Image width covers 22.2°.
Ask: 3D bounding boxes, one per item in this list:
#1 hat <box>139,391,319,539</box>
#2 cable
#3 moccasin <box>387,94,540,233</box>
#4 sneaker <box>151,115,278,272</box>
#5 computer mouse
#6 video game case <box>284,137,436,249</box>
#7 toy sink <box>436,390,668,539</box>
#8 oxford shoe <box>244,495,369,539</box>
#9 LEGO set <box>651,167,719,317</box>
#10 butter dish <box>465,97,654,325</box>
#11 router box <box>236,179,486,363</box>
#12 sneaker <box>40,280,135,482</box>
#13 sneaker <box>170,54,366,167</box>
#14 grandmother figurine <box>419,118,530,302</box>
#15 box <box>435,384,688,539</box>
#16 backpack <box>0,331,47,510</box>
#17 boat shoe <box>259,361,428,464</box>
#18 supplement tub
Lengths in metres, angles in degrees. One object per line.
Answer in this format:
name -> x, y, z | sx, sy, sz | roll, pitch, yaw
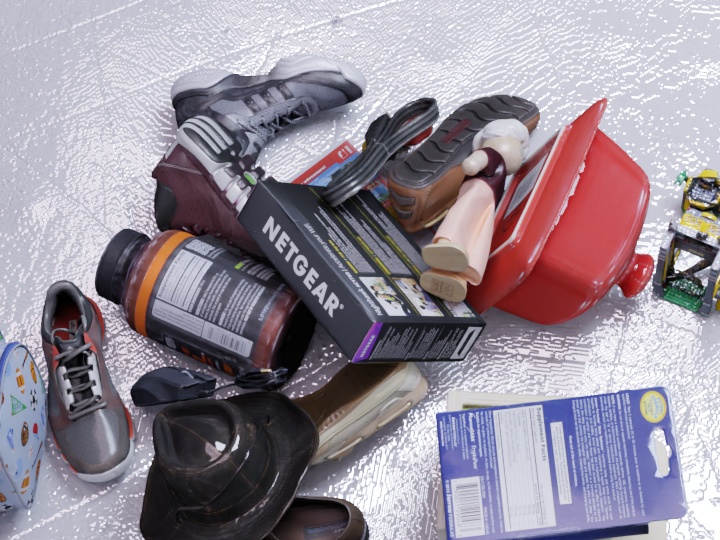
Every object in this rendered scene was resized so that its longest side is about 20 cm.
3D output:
hat -> -0.138, 0.161, 1.609 | 0.200, 0.081, 0.201 | -25, 38, 21
cable -> 0.027, -0.107, 1.728 | 0.097, 0.050, 0.200 | -22, 20, 23
moccasin -> 0.105, -0.104, 1.771 | 0.073, 0.078, 0.201 | 20, 47, 29
sneaker -> -0.124, -0.043, 1.756 | 0.200, 0.115, 0.076 | 51, 33, 4
computer mouse -> -0.138, 0.097, 1.652 | 0.199, 0.058, 0.034 | -11, 84, 41
video game case -> -0.007, -0.021, 1.770 | 0.143, 0.017, 0.200 | -37, 66, -13
toy sink -> 0.170, 0.186, 1.597 | 0.199, 0.112, 0.131 | 4, 64, 7
oxford shoe -> -0.095, 0.234, 1.613 | 0.199, 0.085, 0.073 | -17, 67, 0
LEGO set -> 0.360, -0.024, 1.682 | 0.199, 0.116, 0.154 | 32, 70, 19
butter dish -> 0.201, -0.026, 1.682 | 0.147, 0.200, 0.200 | 28, 68, -6
router box -> 0.000, 0.000, 1.656 | 0.200, 0.149, 0.051 | 50, 121, 34
sneaker -> -0.265, 0.099, 1.696 | 0.077, 0.082, 0.201 | -18, 63, -4
sneaker -> -0.091, -0.144, 1.811 | 0.199, 0.076, 0.114 | -5, 63, 9
grandmother figurine -> 0.108, -0.062, 1.665 | 0.060, 0.122, 0.201 | 22, 51, 6
box -> 0.167, 0.166, 1.526 | 0.199, 0.032, 0.122 | -8, 63, 8
backpack -> -0.364, 0.125, 1.641 | 0.153, 0.200, 0.191 | -5, 56, -3
boat shoe -> -0.029, 0.145, 1.657 | 0.200, 0.065, 0.072 | -36, 37, 4
supplement tub -> -0.146, 0.029, 1.709 | 0.199, 0.107, 0.107 | 23, 67, 17
